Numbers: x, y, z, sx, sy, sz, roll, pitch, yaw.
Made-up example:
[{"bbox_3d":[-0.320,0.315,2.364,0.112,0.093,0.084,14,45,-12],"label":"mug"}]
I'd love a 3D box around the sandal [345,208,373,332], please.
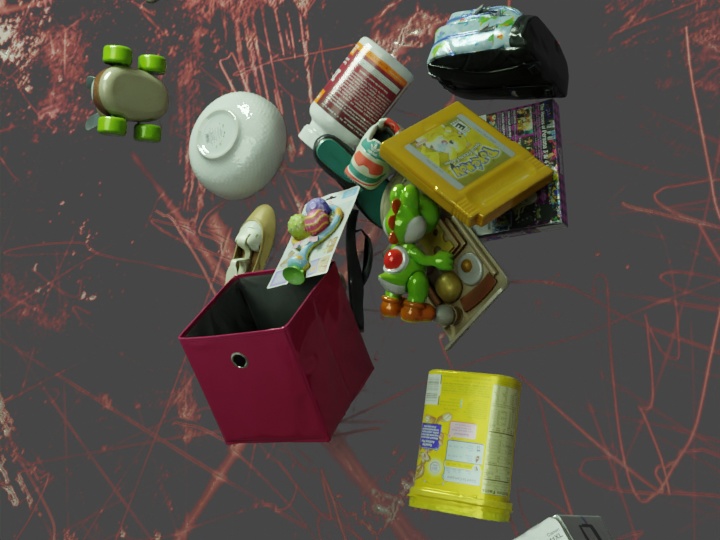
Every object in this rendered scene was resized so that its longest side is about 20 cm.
[{"bbox_3d":[0.000,0.000,1.543,0.042,0.076,0.202,-3,85,-2],"label":"sandal"}]

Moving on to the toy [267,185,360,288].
[{"bbox_3d":[-0.078,-0.065,1.456,0.115,0.047,0.201,-15,40,32],"label":"toy"}]

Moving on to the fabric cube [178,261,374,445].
[{"bbox_3d":[-0.124,0.128,1.452,0.195,0.200,0.200,-6,116,27],"label":"fabric cube"}]

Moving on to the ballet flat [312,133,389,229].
[{"bbox_3d":[-0.001,-0.147,1.550,0.073,0.073,0.200,-42,105,14],"label":"ballet flat"}]

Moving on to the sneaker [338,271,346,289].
[{"bbox_3d":[-0.124,0.047,1.584,0.199,0.088,0.076,-32,66,21],"label":"sneaker"}]

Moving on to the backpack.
[{"bbox_3d":[0.202,-0.332,1.468,0.199,0.163,0.155,-12,63,33],"label":"backpack"}]

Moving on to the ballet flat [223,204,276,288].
[{"bbox_3d":[-0.197,-0.025,1.657,0.068,0.063,0.202,7,81,30],"label":"ballet flat"}]

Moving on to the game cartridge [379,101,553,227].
[{"bbox_3d":[0.156,-0.159,1.398,0.176,0.033,0.200,-32,58,-30],"label":"game cartridge"}]

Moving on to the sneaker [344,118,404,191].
[{"bbox_3d":[0.045,-0.203,1.496,0.070,0.200,0.094,36,126,3],"label":"sneaker"}]

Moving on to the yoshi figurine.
[{"bbox_3d":[0.082,-0.030,1.416,0.111,0.112,0.202,1,102,1],"label":"yoshi figurine"}]

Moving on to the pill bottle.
[{"bbox_3d":[-0.012,-0.279,1.588,0.113,0.113,0.200,43,99,30],"label":"pill bottle"}]

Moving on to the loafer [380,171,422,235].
[{"bbox_3d":[0.093,-0.138,1.493,0.068,0.075,0.201,42,114,60],"label":"loafer"}]

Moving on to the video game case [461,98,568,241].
[{"bbox_3d":[0.224,-0.150,1.466,0.180,0.036,0.202,-10,73,29],"label":"video game case"}]

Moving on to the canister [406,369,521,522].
[{"bbox_3d":[0.155,0.251,1.374,0.148,0.086,0.202,2,77,30],"label":"canister"}]

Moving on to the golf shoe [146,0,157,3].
[{"bbox_3d":[-0.452,-0.641,1.944,0.072,0.092,0.201,-23,68,21],"label":"golf shoe"}]

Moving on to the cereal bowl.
[{"bbox_3d":[-0.236,-0.235,1.723,0.199,0.083,0.202,-7,75,27],"label":"cereal bowl"}]

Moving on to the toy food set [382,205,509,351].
[{"bbox_3d":[0.124,0.002,1.446,0.144,0.060,0.201,-51,58,31],"label":"toy food set"}]

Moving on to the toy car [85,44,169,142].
[{"bbox_3d":[-0.491,-0.340,1.866,0.199,0.157,0.166,4,89,41],"label":"toy car"}]

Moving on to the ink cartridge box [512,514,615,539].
[{"bbox_3d":[0.244,0.387,1.220,0.145,0.200,0.083,-37,62,17],"label":"ink cartridge box"}]
